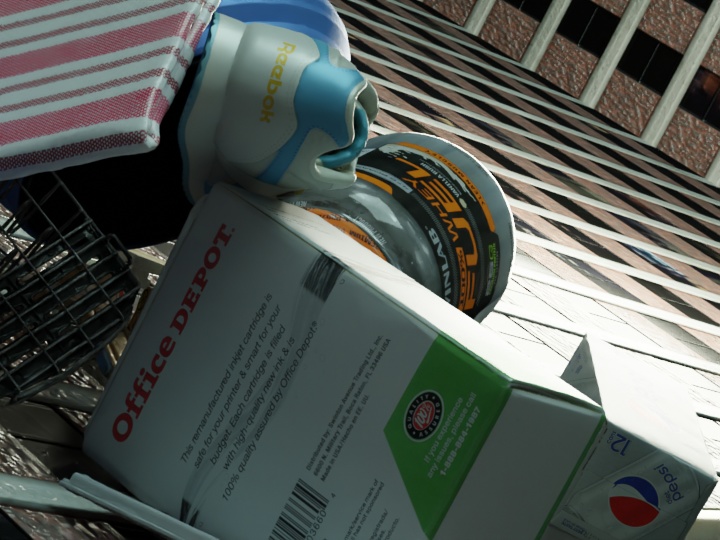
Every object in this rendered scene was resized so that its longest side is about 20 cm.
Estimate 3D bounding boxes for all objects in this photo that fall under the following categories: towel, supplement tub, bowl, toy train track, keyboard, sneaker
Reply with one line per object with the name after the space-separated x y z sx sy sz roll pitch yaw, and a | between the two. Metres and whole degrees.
-0.129 -0.105 1.339 0.030 0.146 0.200 59 34 -33 | towel
0.000 0.000 1.511 0.122 0.123 0.200 29 19 10 | supplement tub
-0.095 -0.075 1.474 0.200 0.201 0.039 13 46 -54 | bowl
-0.124 0.026 1.497 0.115 0.033 0.200 23 12 -21 | toy train track
-0.041 0.128 1.205 0.200 0.011 0.056 22 -10 36 | keyboard
-0.086 0.023 1.665 0.115 0.033 0.200 24 1 34 | toy train track
-0.036 -0.062 1.351 0.081 0.077 0.200 16 -6 3 | sneaker

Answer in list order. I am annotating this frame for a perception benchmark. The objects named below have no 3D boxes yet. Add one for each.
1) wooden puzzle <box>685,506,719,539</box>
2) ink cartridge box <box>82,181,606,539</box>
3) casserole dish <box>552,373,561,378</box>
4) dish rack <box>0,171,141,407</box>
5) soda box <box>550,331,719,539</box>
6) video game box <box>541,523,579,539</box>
0.256 0.151 1.609 0.200 0.046 0.185 -2 -3 -22 | wooden puzzle
-0.012 0.070 1.288 0.200 0.146 0.084 35 12 38 | ink cartridge box
0.054 0.063 1.678 0.200 0.039 0.121 23 -8 -8 | casserole dish
-0.202 -0.026 1.357 0.200 0.055 0.153 51 42 3 | dish rack
0.137 0.094 1.523 0.068 0.064 0.200 28 11 -5 | soda box
0.071 0.119 1.540 0.200 0.047 0.182 24 13 -18 | video game box
